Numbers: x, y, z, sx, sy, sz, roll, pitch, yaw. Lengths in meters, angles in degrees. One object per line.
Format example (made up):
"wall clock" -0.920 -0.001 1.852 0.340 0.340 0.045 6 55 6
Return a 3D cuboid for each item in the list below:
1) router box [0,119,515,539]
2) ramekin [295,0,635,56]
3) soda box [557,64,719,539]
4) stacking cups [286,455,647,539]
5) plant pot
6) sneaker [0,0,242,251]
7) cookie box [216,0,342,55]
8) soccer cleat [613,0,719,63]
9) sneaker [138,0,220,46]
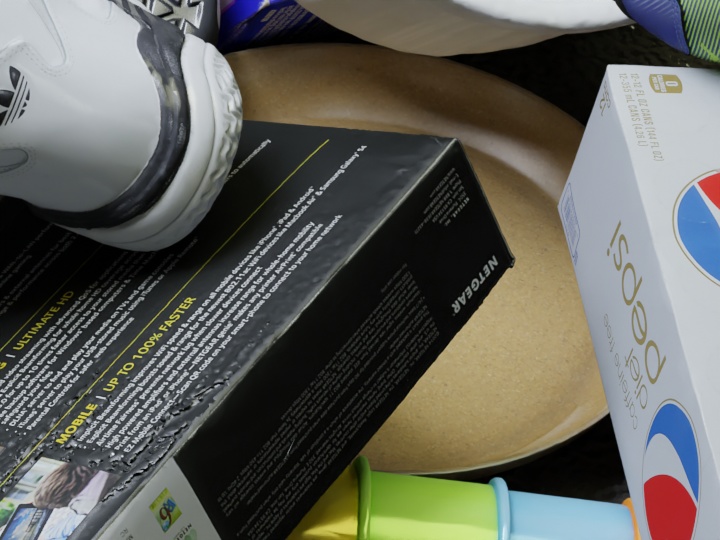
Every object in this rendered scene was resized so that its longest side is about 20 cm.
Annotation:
"router box" -0.073 0.036 0.798 0.149 0.051 0.200 8 45 42
"ramekin" 0.038 -0.165 0.947 0.200 0.098 0.201 4 80 -23
"soda box" 0.111 0.035 0.811 0.068 0.064 0.201 1 50 -14
"stacking cups" 0.055 0.086 0.825 0.199 0.061 0.061 6 43 -3
"plant pot" 0.000 0.000 0.934 0.199 0.028 0.201 5 43 -5
"sneaker" -0.125 -0.069 0.818 0.115 0.075 0.200 21 5 -38
"cookie box" 0.013 -0.183 1.037 0.199 0.075 0.172 -18 85 -26
"soccer cleat" 0.155 -0.089 0.897 0.084 0.065 0.200 27 22 37
"sneaker" -0.109 -0.121 1.004 0.072 0.083 0.200 -29 63 -14
